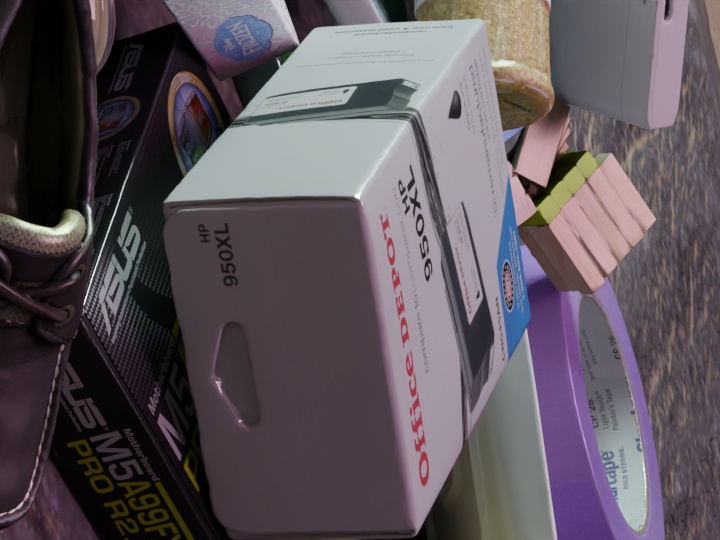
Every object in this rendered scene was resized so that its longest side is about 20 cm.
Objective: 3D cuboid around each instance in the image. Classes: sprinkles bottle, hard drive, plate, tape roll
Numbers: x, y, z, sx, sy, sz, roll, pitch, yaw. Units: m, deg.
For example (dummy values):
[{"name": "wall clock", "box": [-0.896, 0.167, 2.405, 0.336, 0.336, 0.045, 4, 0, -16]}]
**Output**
[{"name": "sprinkles bottle", "box": [0.058, -0.169, 1.351, 0.068, 0.068, 0.201, 37, 49, -60]}, {"name": "hard drive", "box": [0.089, -0.160, 1.461, 0.026, 0.200, 0.133, -12, 113, -41]}, {"name": "plate", "box": [0.053, 0.084, 1.368, 0.200, 0.032, 0.201, 110, -27, -69]}, {"name": "tape roll", "box": [0.110, 0.084, 1.552, 0.200, 0.065, 0.201, -13, 90, -74]}]

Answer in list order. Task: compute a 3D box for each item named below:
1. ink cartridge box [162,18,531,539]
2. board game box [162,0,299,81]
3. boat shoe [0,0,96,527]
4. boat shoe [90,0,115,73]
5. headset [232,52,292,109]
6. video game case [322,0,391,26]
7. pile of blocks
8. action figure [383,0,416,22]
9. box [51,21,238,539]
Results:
[{"name": "ink cartridge box", "box": [0.000, 0.000, 1.136, 0.200, 0.084, 0.145, -56, 140, -60]}, {"name": "board game box", "box": [-0.092, -0.200, 1.137, 0.200, 0.043, 0.200, 55, 14, -73]}, {"name": "boat shoe", "box": [-0.122, -0.012, 0.924, 0.071, 0.066, 0.202, 2, 90, -37]}, {"name": "boat shoe", "box": [-0.141, -0.155, 0.991, 0.201, 0.074, 0.073, 70, 19, -3]}, {"name": "headset", "box": [-0.019, -0.013, 1.303, 0.201, 0.094, 0.123, 63, 7, 2]}, {"name": "video game case", "box": [-0.037, -0.198, 1.348, 0.200, 0.023, 0.182, 60, 7, -39]}, {"name": "pile of blocks", "box": [0.057, -0.057, 1.446, 0.200, 0.062, 0.082, 28, 74, -29]}, {"name": "action figure", "box": [0.035, -0.202, 1.450, 0.055, 0.118, 0.201, -19, 109, -50]}, {"name": "box", "box": [-0.076, 0.020, 1.146, 0.200, 0.044, 0.161, -77, 147, -52]}]
